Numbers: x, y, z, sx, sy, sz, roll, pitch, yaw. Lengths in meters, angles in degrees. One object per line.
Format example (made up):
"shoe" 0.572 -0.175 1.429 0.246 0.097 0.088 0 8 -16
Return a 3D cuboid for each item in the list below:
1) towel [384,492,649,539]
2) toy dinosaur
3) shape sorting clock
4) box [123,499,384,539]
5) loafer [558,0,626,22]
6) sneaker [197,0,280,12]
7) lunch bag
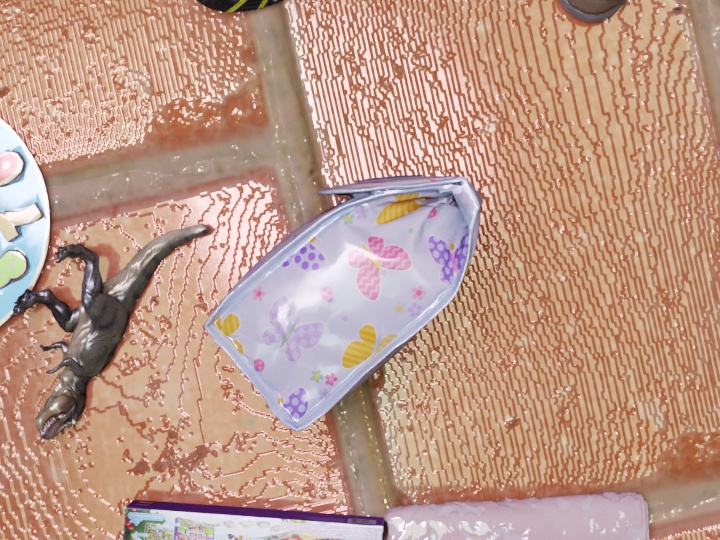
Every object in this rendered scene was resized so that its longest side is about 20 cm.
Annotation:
"towel" 0.119 0.266 1.086 0.197 0.032 0.194 -2 91 -7
"toy dinosaur" -0.205 0.026 1.100 0.088 0.047 0.201 34 92 -21
"shape sorting clock" -0.335 -0.037 1.100 0.197 0.039 0.203 0 96 -3
"box" -0.083 0.251 1.104 0.197 0.039 0.139 4 90 2
"loafer" 0.218 -0.272 1.064 0.075 0.070 0.201 33 92 1
"sneaker" -0.046 -0.263 1.082 0.199 0.075 0.077 -33 82 -8
"lunch bag" 0.000 0.000 1.030 0.199 0.170 0.128 -38 92 6
